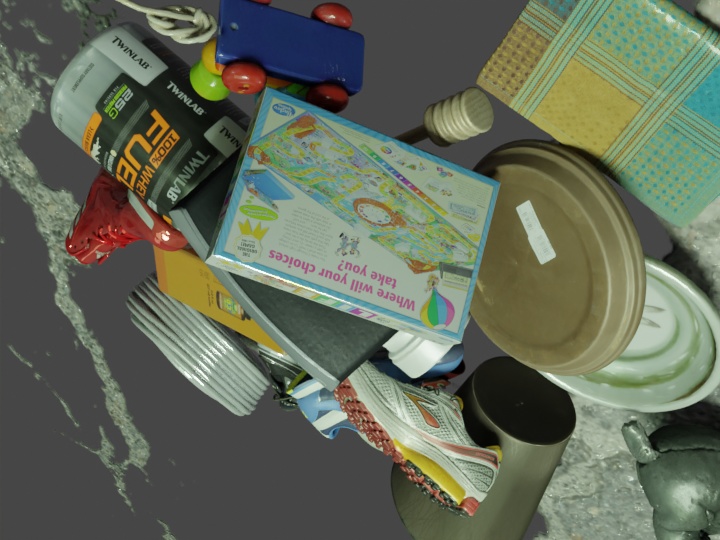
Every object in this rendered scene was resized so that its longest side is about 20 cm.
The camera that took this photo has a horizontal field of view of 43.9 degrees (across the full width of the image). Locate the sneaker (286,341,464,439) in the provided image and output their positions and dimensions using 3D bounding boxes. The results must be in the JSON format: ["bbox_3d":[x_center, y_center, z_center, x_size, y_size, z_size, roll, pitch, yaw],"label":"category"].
[{"bbox_3d":[0.023,0.116,0.910,0.199,0.074,0.083,-21,101,29],"label":"sneaker"}]

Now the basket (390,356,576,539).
[{"bbox_3d":[0.132,0.196,0.943,0.181,0.136,0.200,56,140,35],"label":"basket"}]

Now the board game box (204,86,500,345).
[{"bbox_3d":[-0.001,-0.038,0.677,0.199,0.135,0.034,20,165,-16],"label":"board game box"}]

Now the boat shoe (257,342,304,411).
[{"bbox_3d":[-0.070,0.133,1.031,0.070,0.066,0.200,23,167,26],"label":"boat shoe"}]

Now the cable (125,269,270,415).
[{"bbox_3d":[-0.185,0.083,1.038,0.200,0.069,0.200,43,172,16],"label":"cable"}]

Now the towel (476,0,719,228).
[{"bbox_3d":[0.196,-0.129,0.643,0.200,0.022,0.147,35,142,-1],"label":"towel"}]

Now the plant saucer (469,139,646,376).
[{"bbox_3d":[0.141,-0.006,0.731,0.200,0.029,0.201,27,126,46],"label":"plant saucer"}]

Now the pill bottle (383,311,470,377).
[{"bbox_3d":[0.000,0.000,0.799,0.200,0.112,0.112,42,142,-5],"label":"pill bottle"}]

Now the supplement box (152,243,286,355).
[{"bbox_3d":[-0.124,0.012,0.904,0.200,0.069,0.067,24,126,37],"label":"supplement box"}]

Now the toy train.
[{"bbox_3d":[-0.107,-0.170,0.705,0.199,0.085,0.116,9,167,-28],"label":"toy train"}]

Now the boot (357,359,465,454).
[{"bbox_3d":[0.059,0.139,1.002,0.144,0.073,0.201,3,131,31],"label":"boot"}]

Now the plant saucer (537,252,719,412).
[{"bbox_3d":[0.223,0.041,0.785,0.199,0.050,0.201,21,141,18],"label":"plant saucer"}]

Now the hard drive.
[{"bbox_3d":[-0.045,-0.012,0.718,0.200,0.135,0.042,49,179,-6],"label":"hard drive"}]

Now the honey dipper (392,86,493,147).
[{"bbox_3d":[0.029,-0.107,0.772,0.200,0.038,0.038,-18,121,47],"label":"honey dipper"}]

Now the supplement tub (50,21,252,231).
[{"bbox_3d":[-0.168,-0.118,0.812,0.200,0.123,0.123,40,143,1],"label":"supplement tub"}]

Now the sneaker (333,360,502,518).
[{"bbox_3d":[0.047,0.137,0.839,0.200,0.082,0.078,44,160,0],"label":"sneaker"}]

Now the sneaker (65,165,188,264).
[{"bbox_3d":[-0.235,-0.038,0.911,0.078,0.116,0.200,25,-169,-35],"label":"sneaker"}]

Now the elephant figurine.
[{"bbox_3d":[0.367,0.189,0.812,0.199,0.155,0.142,-14,81,31],"label":"elephant figurine"}]
